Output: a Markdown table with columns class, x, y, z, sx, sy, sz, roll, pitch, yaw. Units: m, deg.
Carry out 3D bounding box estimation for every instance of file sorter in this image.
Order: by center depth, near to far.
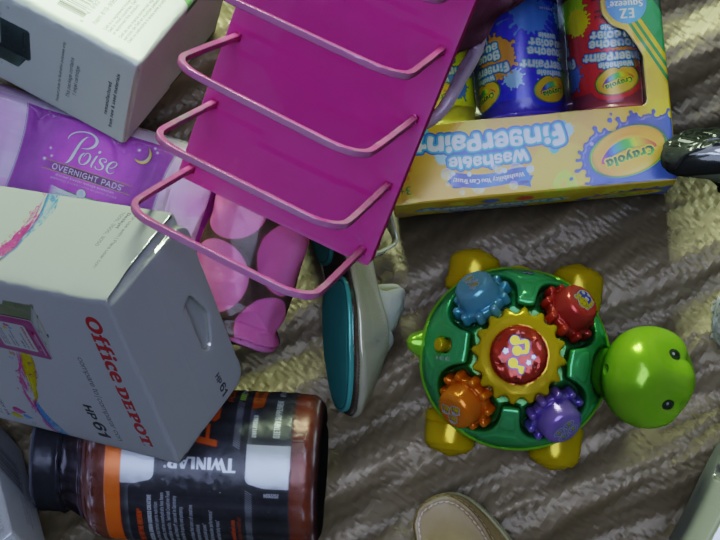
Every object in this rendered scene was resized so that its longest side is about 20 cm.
| class | x | y | z | sx | sy | sz | roll | pitch | yaw |
| --- | --- | --- | --- | --- | --- | --- | --- | --- | --- |
| file sorter | -0.034 | -0.105 | 0.979 | 0.138 | 0.125 | 0.202 | 25 | 111 | 7 |

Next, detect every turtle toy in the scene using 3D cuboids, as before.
| class | x | y | z | sx | sy | sz | roll | pitch | yaw |
| --- | --- | --- | --- | --- | --- | --- | --- | --- | --- |
| turtle toy | 0.129 | 0.063 | 1.138 | 0.197 | 0.101 | 0.148 | 8 | 85 | 3 |

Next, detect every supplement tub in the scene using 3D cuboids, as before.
| class | x | y | z | sx | sy | sz | roll | pitch | yaw |
| --- | --- | --- | --- | --- | --- | --- | --- | --- | --- |
| supplement tub | -0.123 | 0.134 | 1.141 | 0.197 | 0.107 | 0.108 | 2 | 85 | 2 |

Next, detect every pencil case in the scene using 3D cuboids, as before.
| class | x | y | z | sx | sy | sz | roll | pitch | yaw |
| --- | --- | --- | --- | --- | --- | --- | --- | --- | --- |
| pencil case | -0.063 | -0.049 | 1.123 | 0.090 | 0.094 | 0.202 | 19 | 89 | -20 |

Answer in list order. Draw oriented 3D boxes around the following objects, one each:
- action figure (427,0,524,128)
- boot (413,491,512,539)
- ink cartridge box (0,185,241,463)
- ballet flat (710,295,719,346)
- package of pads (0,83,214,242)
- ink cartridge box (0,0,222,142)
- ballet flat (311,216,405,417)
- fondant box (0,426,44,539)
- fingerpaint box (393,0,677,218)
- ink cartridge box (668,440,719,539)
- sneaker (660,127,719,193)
| class | x | y | z | sx | sy | sz | roll | pitch | yaw |
| --- | --- | --- | --- | --- | --- | --- | --- | --- | --- |
| action figure | 0.094 | -0.191 | 1.089 | 0.199 | 0.134 | 0.150 | -29 | 114 | -25 |
| boot | 0.068 | 0.234 | 1.086 | 0.072 | 0.155 | 0.202 | -26 | 69 | 16 |
| ink cartridge box | -0.192 | 0.030 | 1.073 | 0.198 | 0.145 | 0.085 | 8 | 46 | 30 |
| ballet flat | 0.330 | 0.078 | 1.146 | 0.199 | 0.072 | 0.072 | 30 | 87 | 4 |
| package of pads | -0.198 | -0.052 | 1.176 | 0.198 | 0.076 | 0.122 | 17 | 89 | 5 |
| ink cartridge box | -0.210 | -0.201 | 1.155 | 0.199 | 0.083 | 0.147 | 29 | 50 | 5 |
| ballet flat | 0.000 | 0.000 | 1.172 | 0.069 | 0.069 | 0.203 | -10 | 83 | 2 |
| fondant box | -0.314 | 0.202 | 1.126 | 0.199 | 0.145 | 0.058 | -34 | 127 | 0 |
| fingerpaint box | 0.114 | -0.131 | 1.170 | 0.197 | 0.073 | 0.169 | -4 | 84 | 3 |
| ink cartridge box | 0.314 | 0.199 | 1.095 | 0.199 | 0.145 | 0.088 | 31 | 88 | 4 |
| sneaker | 0.292 | -0.052 | 1.130 | 0.198 | 0.074 | 0.080 | 11 | 96 | -23 |
